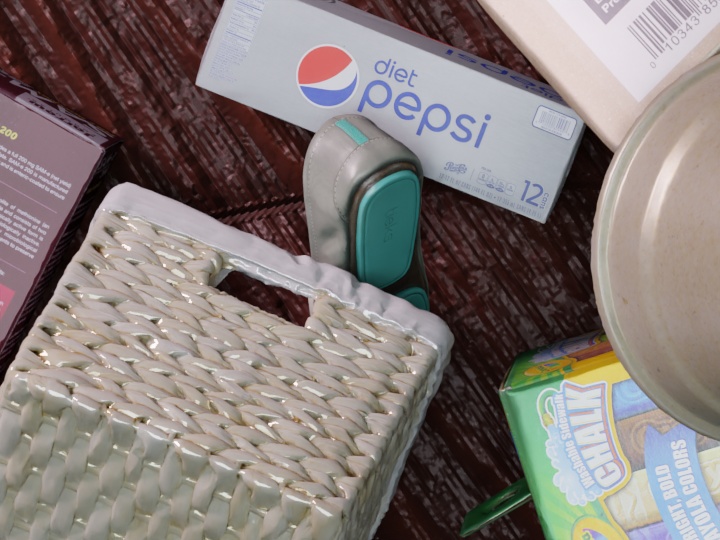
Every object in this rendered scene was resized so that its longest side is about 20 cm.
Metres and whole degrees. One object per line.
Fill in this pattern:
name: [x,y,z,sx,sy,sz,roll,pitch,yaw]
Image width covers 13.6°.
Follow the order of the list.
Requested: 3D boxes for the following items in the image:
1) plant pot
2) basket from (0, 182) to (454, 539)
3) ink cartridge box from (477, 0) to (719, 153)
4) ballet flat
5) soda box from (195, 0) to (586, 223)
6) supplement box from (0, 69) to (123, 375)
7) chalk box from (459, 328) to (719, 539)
plant pot: [0.231,-0.004,1.392,0.199,0.183,0.202,-1,95,-16]
basket: [-0.084,0.099,1.539,0.197,0.161,0.201,23,130,3]
ink cartridge box: [0.163,-0.171,1.522,0.200,0.075,0.165,-46,61,10]
ballet flat: [0.000,0.000,1.585,0.067,0.201,0.064,-26,50,-26]
soda box: [0.019,-0.093,1.586,0.199,0.068,0.064,22,101,4]
supplement box: [-0.223,-0.008,1.629,0.109,0.061,0.201,30,101,1]
chalk box: [0.144,0.093,1.568,0.199,0.124,0.124,-17,96,7]
